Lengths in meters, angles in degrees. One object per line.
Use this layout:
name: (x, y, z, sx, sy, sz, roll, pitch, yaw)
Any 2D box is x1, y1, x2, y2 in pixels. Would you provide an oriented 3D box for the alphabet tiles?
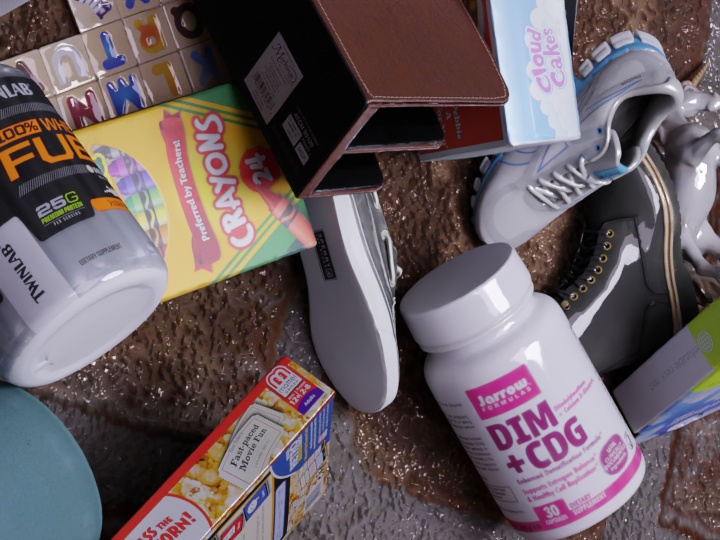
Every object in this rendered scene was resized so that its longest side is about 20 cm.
alphabet tiles: (-0.147, -0.125, 1.338, 0.200, 0.008, 0.168, -25, 100, -32)

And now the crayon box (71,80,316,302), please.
crayon box: (-0.137, -0.045, 1.306, 0.200, 0.051, 0.127, -22, 98, -31)

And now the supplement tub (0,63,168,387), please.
supplement tub: (-0.218, -0.039, 1.186, 0.122, 0.123, 0.200, -29, 74, -30)

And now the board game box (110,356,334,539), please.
board game box: (-0.097, 0.170, 1.269, 0.046, 0.152, 0.200, 34, 62, 17)

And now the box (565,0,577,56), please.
box: (0.090, -0.211, 1.474, 0.160, 0.043, 0.201, 10, 81, -32)

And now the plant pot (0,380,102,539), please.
plant pot: (-0.261, 0.164, 1.147, 0.188, 0.200, 0.200, -34, 105, -45)

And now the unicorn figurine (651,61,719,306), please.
unicorn figurine: (0.270, -0.072, 1.544, 0.074, 0.137, 0.200, 19, 91, -40)

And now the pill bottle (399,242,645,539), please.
pill bottle: (0.116, 0.088, 1.426, 0.113, 0.113, 0.200, -40, 108, -28)

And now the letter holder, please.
letter holder: (-0.008, -0.160, 1.320, 0.142, 0.101, 0.200, -6, 58, -40)

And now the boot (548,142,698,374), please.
boot: (0.178, -0.011, 1.502, 0.138, 0.077, 0.200, -24, 98, -27)

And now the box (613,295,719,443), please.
box: (0.284, 0.063, 1.506, 0.122, 0.200, 0.048, -17, 71, -32)

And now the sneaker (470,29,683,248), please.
sneaker: (0.160, -0.084, 1.442, 0.075, 0.087, 0.200, 30, 109, -33)

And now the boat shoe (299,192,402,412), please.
boat shoe: (0.000, 0.000, 1.384, 0.064, 0.071, 0.200, -24, 106, -43)

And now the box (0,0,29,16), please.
box: (-0.267, -0.232, 1.244, 0.200, 0.050, 0.158, -34, 104, -29)

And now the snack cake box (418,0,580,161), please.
snack cake box: (0.085, -0.183, 1.374, 0.067, 0.115, 0.201, -8, 92, -33)
